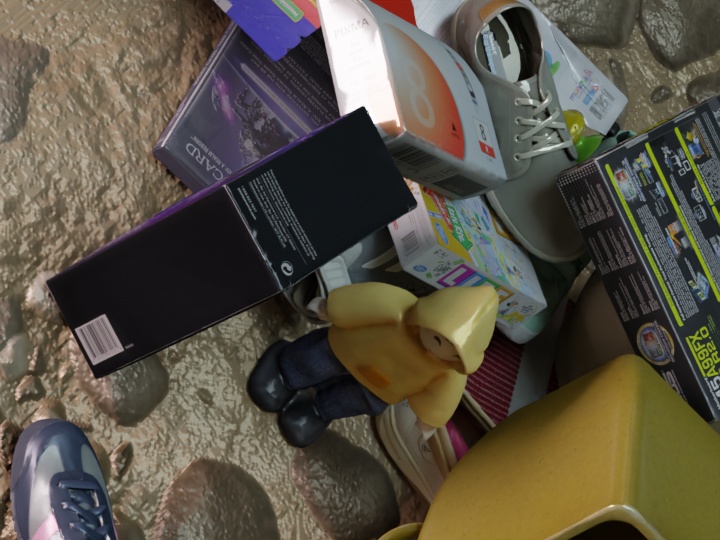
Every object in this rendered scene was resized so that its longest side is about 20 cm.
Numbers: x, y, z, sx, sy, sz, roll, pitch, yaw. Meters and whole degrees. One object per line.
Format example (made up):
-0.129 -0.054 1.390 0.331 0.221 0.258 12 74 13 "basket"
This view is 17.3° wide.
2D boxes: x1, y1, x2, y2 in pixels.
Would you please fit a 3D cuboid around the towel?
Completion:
0.135 0.081 1.783 0.200 0.023 0.145 34 54 -27 "towel"

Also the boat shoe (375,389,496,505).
0.093 0.158 1.681 0.200 0.069 0.074 50 48 -15 "boat shoe"

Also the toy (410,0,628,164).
0.091 -0.147 1.729 0.200 0.047 0.115 41 63 -9 "toy"

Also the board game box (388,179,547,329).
0.055 -0.066 1.685 0.134 0.034 0.201 28 35 -47 "board game box"

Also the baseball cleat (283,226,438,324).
0.000 0.000 1.659 0.200 0.069 0.107 33 67 -41 "baseball cleat"

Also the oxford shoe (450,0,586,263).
0.117 -0.101 1.675 0.075 0.058 0.201 -19 93 -26 "oxford shoe"

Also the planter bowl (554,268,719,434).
0.231 0.063 1.765 0.199 0.134 0.201 15 65 -35 "planter bowl"

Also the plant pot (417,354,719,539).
0.163 0.176 1.564 0.194 0.195 0.201 43 35 -24 "plant pot"

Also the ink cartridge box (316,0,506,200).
0.029 -0.159 1.590 0.162 0.050 0.201 19 58 -60 "ink cartridge box"

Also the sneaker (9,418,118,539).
-0.159 0.181 1.438 0.070 0.082 0.201 -1 74 -41 "sneaker"

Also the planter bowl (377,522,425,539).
0.034 0.275 1.564 0.200 0.083 0.201 28 49 -38 "planter bowl"

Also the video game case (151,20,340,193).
-0.054 -0.106 1.689 0.143 0.019 0.201 44 50 -20 "video game case"

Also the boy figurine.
0.021 0.061 1.566 0.125 0.199 0.064 53 47 -16 "boy figurine"

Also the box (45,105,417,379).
-0.083 -0.017 1.501 0.141 0.200 0.079 -29 93 -45 "box"

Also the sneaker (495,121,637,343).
0.156 -0.035 1.752 0.074 0.118 0.201 45 39 -15 "sneaker"

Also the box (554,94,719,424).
0.239 -0.007 1.677 0.160 0.044 0.201 -28 93 -42 "box"

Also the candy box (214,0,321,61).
-0.054 -0.274 1.701 0.169 0.077 0.200 45 49 -8 "candy box"
